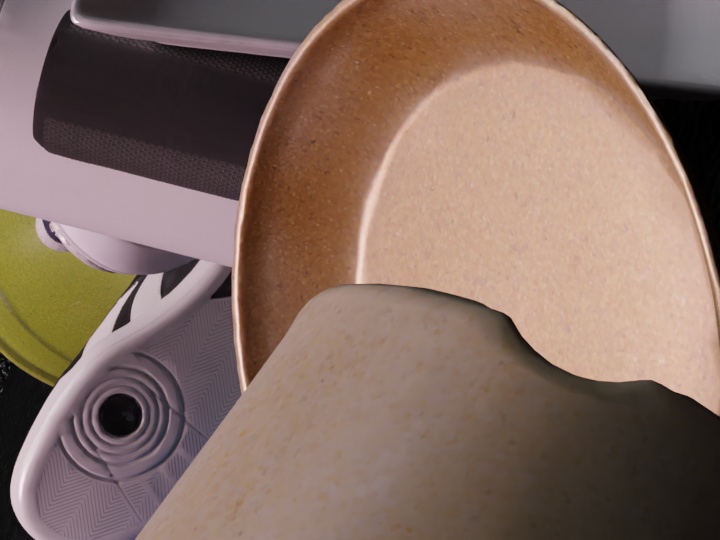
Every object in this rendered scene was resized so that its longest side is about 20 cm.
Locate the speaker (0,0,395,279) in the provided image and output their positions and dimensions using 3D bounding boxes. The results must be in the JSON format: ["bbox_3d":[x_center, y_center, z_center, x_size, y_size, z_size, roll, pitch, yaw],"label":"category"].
[{"bbox_3d":[-0.019,-0.036,0.651,0.081,0.199,0.082,-165,90,-88],"label":"speaker"}]

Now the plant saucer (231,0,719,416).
[{"bbox_3d":[0.036,0.018,0.552,0.200,0.035,0.201,11,104,51],"label":"plant saucer"}]

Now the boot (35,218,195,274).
[{"bbox_3d":[-0.090,-0.033,0.783,0.096,0.074,0.200,-43,10,27],"label":"boot"}]

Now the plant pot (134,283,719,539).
[{"bbox_3d":[0.006,0.112,0.408,0.184,0.200,0.200,-61,10,-16],"label":"plant pot"}]

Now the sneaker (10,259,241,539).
[{"bbox_3d":[-0.071,0.026,0.830,0.200,0.073,0.112,-51,17,-9],"label":"sneaker"}]

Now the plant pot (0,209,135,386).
[{"bbox_3d":[-0.092,-0.041,1.057,0.193,0.200,0.201,-15,54,59],"label":"plant pot"}]

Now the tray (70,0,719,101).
[{"bbox_3d":[0.018,-0.091,0.627,0.108,0.199,0.022,-81,-3,-47],"label":"tray"}]
